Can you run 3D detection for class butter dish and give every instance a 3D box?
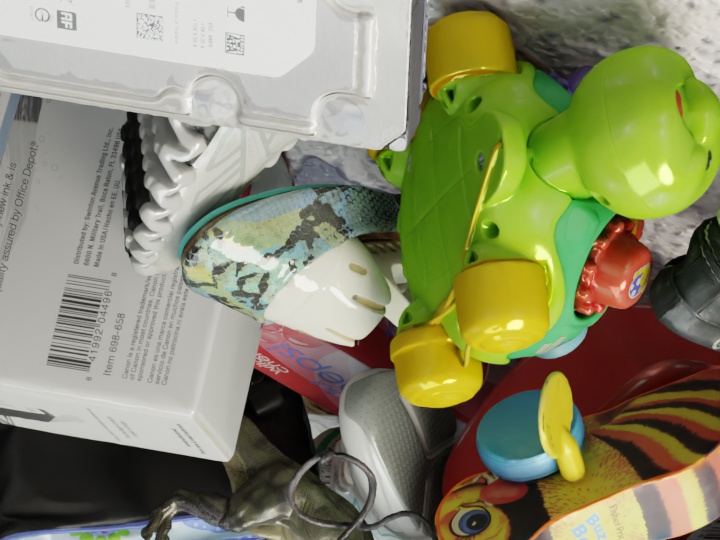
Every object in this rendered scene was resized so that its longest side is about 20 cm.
[{"bbox_3d":[0.123,0.083,1.366,0.199,0.148,0.200,14,126,-41],"label":"butter dish"}]

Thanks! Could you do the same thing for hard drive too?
[{"bbox_3d":[-0.073,-0.124,1.060,0.199,0.038,0.140,10,125,10],"label":"hard drive"}]

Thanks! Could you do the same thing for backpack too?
[{"bbox_3d":[-0.110,0.150,1.483,0.182,0.147,0.200,-7,156,-6],"label":"backpack"}]

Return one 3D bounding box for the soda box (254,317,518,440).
[{"bbox_3d":[0.004,0.035,1.417,0.200,0.064,0.070,31,151,-35],"label":"soda box"}]

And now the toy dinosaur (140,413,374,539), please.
[{"bbox_3d":[-0.051,0.120,1.365,0.200,0.088,0.047,47,-177,5],"label":"toy dinosaur"}]

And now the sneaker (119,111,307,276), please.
[{"bbox_3d":[-0.051,-0.065,1.178,0.081,0.075,0.200,6,141,-18],"label":"sneaker"}]

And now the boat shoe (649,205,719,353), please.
[{"bbox_3d":[0.178,0.019,1.208,0.066,0.075,0.199,-38,161,17],"label":"boat shoe"}]

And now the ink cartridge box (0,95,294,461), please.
[{"bbox_3d":[-0.146,-0.004,1.306,0.199,0.145,0.084,9,163,13],"label":"ink cartridge box"}]

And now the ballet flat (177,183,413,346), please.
[{"bbox_3d":[0.000,0.000,1.243,0.074,0.075,0.200,-3,-177,34],"label":"ballet flat"}]

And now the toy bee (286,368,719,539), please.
[{"bbox_3d":[0.078,0.114,1.210,0.200,0.109,0.131,-33,122,19],"label":"toy bee"}]

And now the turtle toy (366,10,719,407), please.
[{"bbox_3d":[0.076,-0.031,1.161,0.101,0.146,0.200,1,161,-21],"label":"turtle toy"}]

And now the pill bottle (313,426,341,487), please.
[{"bbox_3d":[0.068,0.146,1.565,0.199,0.113,0.113,2,154,28],"label":"pill bottle"}]

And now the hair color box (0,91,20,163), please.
[{"bbox_3d":[-0.247,-0.077,1.264,0.199,0.099,0.061,-1,153,32],"label":"hair color box"}]

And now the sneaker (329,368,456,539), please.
[{"bbox_3d":[0.013,0.107,1.406,0.080,0.071,0.200,7,155,20],"label":"sneaker"}]
